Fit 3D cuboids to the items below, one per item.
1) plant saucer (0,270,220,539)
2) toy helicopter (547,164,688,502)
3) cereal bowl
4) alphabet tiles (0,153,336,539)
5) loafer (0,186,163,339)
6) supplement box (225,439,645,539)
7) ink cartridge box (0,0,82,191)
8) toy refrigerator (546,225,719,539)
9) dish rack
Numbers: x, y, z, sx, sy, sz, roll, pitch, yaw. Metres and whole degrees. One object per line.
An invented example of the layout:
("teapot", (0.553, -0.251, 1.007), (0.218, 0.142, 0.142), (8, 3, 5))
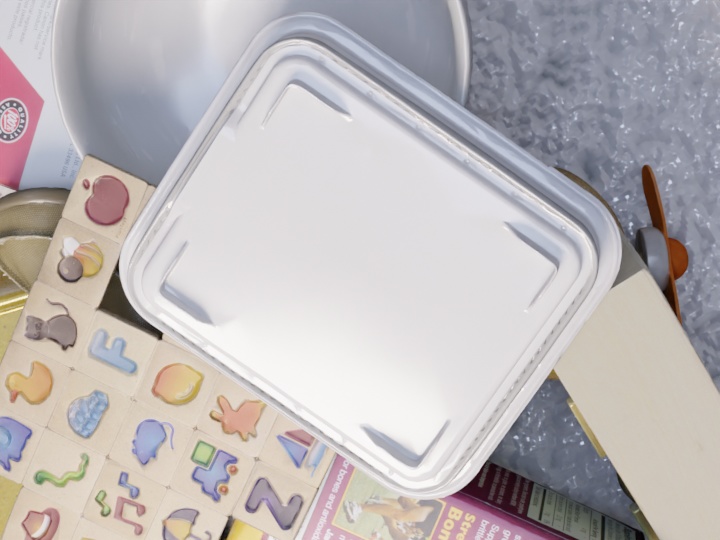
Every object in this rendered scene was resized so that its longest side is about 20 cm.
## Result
("plant saucer", (-0.196, 0.090, 1.085), (0.198, 0.048, 0.202), (-16, 87, 7))
("toy helicopter", (0.129, 0.035, 1.055), (0.132, 0.079, 0.201), (-31, 100, -2))
("cereal bowl", (-0.042, -0.107, 0.954), (0.198, 0.083, 0.202), (3, 107, 9))
("alphabet tiles", (-0.094, 0.068, 0.964), (0.166, 0.008, 0.201), (25, 106, 0))
("loafer", (-0.112, 0.033, 1.029), (0.200, 0.068, 0.076), (39, 139, -23))
("supplement box", (0.031, 0.159, 1.024), (0.199, 0.103, 0.132), (25, 99, 5))
("ink cartridge box", (-0.096, -0.092, 1.054), (0.199, 0.083, 0.146), (20, 96, 5))
("toy refrigerator", (0.149, 0.080, 0.998), (0.070, 0.076, 0.201), (-32, 113, 5))
("dish rack", (0.000, 0.000, 0.910), (0.199, 0.044, 0.172), (34, 106, -1))
